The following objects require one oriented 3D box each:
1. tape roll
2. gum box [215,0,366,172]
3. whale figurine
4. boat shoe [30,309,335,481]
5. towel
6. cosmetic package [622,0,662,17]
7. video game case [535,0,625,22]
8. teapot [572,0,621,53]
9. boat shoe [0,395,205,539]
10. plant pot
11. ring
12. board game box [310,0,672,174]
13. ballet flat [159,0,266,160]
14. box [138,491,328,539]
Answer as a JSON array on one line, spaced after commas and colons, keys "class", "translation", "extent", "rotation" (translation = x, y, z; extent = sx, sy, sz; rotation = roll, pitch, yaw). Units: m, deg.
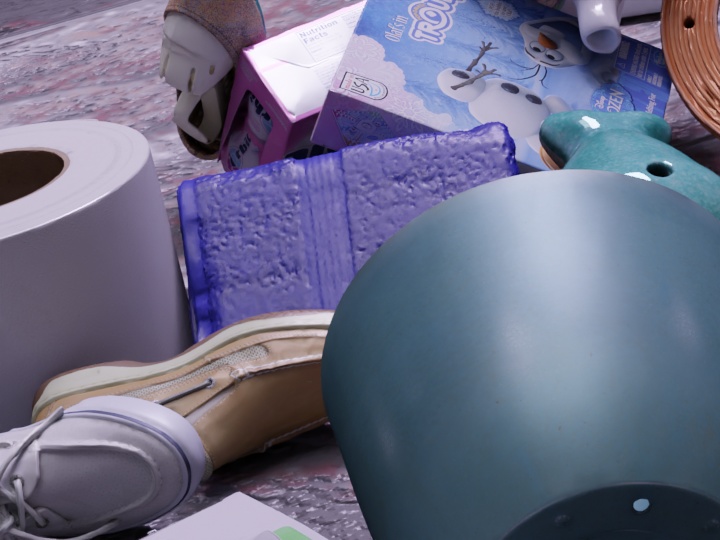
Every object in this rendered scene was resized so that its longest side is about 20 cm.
[{"class": "tape roll", "translation": [-0.202, 0.013, 1.529], "extent": [0.202, 0.140, 0.203], "rotation": [-12, 22, 5]}, {"class": "gum box", "translation": [0.003, -0.118, 1.751], "extent": [0.200, 0.114, 0.066], "rotation": [-24, 65, -25]}, {"class": "whale figurine", "translation": [0.147, -0.036, 1.432], "extent": [0.158, 0.104, 0.200], "rotation": [1, 40, -5]}, {"class": "boat shoe", "translation": [-0.078, 0.080, 1.407], "extent": [0.199, 0.072, 0.076], "rotation": [-17, 35, 10]}, {"class": "towel", "translation": [0.000, 0.000, 1.502], "extent": [0.199, 0.050, 0.148], "rotation": [-11, 63, 7]}, {"class": "cosmetic package", "translation": [0.153, -0.271, 2.053], "extent": [0.199, 0.123, 0.199], "rotation": [-9, 22, 15]}, {"class": "video game case", "translation": [0.098, -0.187, 1.843], "extent": [0.199, 0.182, 0.024], "rotation": [-19, 63, -15]}, {"class": "teapot", "translation": [0.115, -0.267, 1.661], "extent": [0.199, 0.198, 0.146], "rotation": [26, 17, 12]}, {"class": "boat shoe", "translation": [-0.179, 0.115, 1.351], "extent": [0.201, 0.075, 0.086], "rotation": [-5, 22, 25]}, {"class": "plant pot", "translation": [0.091, 0.086, 1.118], "extent": [0.200, 0.201, 0.161], "rotation": [-13, 37, 1]}, {"class": "ring", "translation": [0.285, -0.155, 1.645], "extent": [0.200, 0.201, 0.019], "rotation": [-9, -22, 12]}, {"class": "board game box", "translation": [0.086, -0.106, 1.627], "extent": [0.198, 0.043, 0.200], "rotation": [20, 34, 0]}, {"class": "ballet flat", "translation": [-0.098, -0.132, 1.732], "extent": [0.068, 0.200, 0.067], "rotation": [30, 68, 18]}, {"class": "box", "translation": [-0.084, 0.202, 0.937], "extent": [0.200, 0.177, 0.097], "rotation": [-23, 23, -25]}]
